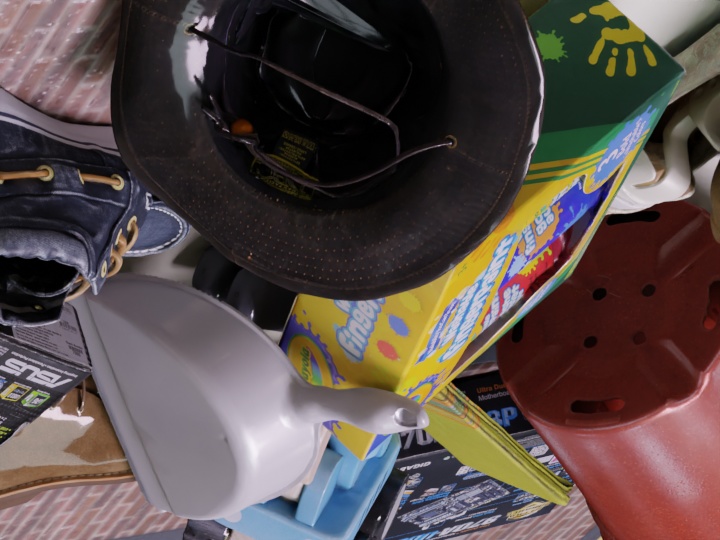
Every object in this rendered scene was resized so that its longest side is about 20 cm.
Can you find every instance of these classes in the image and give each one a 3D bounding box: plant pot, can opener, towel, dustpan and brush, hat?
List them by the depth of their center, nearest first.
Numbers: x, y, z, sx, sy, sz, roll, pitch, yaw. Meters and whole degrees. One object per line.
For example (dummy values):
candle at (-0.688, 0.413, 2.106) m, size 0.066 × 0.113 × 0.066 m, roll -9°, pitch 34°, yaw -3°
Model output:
hat at (-0.006, -0.091, 1.119) m, size 0.201 × 0.201 × 0.081 m, roll -39°, pitch -168°, yaw 33°
dustpan and brush at (-0.048, 0.066, 1.296) m, size 0.057 × 0.140 × 0.200 m, roll -34°, pitch -153°, yaw -30°
can opener at (0.000, 0.000, 1.405) m, size 0.200 × 0.053 × 0.067 m, roll 9°, pitch 110°, yaw -50°
plant pot at (0.183, 0.068, 1.510) m, size 0.201 × 0.201 × 0.195 m, roll -29°, pitch 137°, yaw 14°
towel at (0.048, 0.080, 1.524) m, size 0.018 × 0.086 × 0.200 m, roll -60°, pitch 142°, yaw -10°

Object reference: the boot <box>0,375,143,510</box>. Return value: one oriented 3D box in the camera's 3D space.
boot at (-0.144, 0.068, 1.382) m, size 0.200 × 0.074 × 0.075 m, roll -20°, pitch 147°, yaw -1°

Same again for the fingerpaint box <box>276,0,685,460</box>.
fingerpaint box at (0.052, -0.020, 1.280) m, size 0.167 × 0.073 × 0.200 m, roll -40°, pitch 166°, yaw -29°

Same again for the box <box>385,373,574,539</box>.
box at (0.061, 0.123, 1.709) m, size 0.200 × 0.046 × 0.159 m, roll -11°, pitch 154°, yaw -27°

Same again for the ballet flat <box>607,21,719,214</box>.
ballet flat at (0.164, -0.073, 1.354) m, size 0.067 × 0.062 × 0.200 m, roll 22°, pitch 132°, yaw -34°

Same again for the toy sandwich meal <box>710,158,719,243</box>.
toy sandwich meal at (0.255, -0.068, 1.337) m, size 0.205 × 0.070 × 0.205 m, roll -44°, pitch -168°, yaw 12°

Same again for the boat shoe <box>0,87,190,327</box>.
boat shoe at (-0.129, -0.015, 1.179) m, size 0.071 × 0.091 × 0.200 m, roll -33°, pitch 155°, yaw 23°

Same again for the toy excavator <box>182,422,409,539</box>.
toy excavator at (-0.029, 0.094, 1.460) m, size 0.194 × 0.100 × 0.200 m, roll -56°, pitch 166°, yaw -54°

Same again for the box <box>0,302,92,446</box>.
box at (-0.257, 0.058, 1.223) m, size 0.193 × 0.048 × 0.200 m, roll -37°, pitch 142°, yaw 25°
